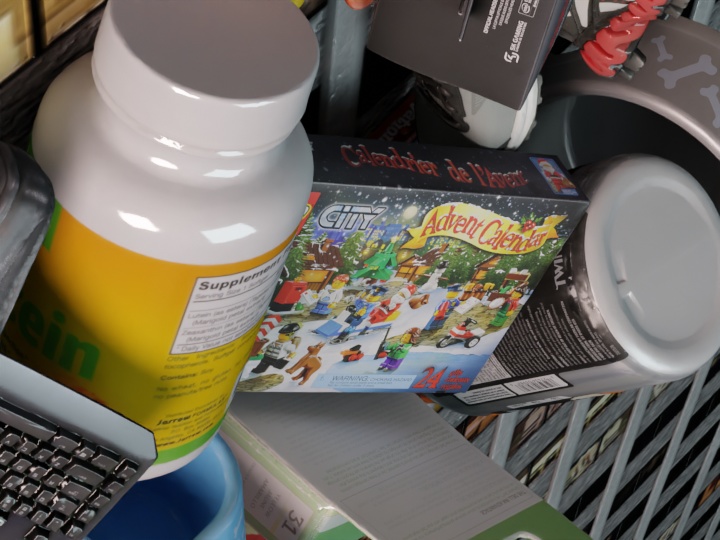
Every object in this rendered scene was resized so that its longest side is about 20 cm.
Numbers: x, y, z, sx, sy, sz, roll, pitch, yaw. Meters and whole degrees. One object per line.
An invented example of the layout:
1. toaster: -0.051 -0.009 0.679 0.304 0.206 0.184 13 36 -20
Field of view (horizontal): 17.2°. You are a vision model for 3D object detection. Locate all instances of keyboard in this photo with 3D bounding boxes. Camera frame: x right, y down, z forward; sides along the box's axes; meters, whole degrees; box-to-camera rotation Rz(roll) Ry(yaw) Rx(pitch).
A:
1. keyboard: -0.180 0.068 0.862 0.127 0.021 0.200 -43 131 19

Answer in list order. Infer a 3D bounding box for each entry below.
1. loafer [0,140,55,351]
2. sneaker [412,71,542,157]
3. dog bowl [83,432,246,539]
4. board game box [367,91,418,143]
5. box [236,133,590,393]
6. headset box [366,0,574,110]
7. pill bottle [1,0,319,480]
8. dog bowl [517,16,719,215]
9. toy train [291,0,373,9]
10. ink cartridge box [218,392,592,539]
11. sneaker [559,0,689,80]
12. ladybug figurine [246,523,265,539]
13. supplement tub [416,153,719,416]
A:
1. loafer: -0.166 0.034 0.900 0.070 0.068 0.201 15 123 -37
2. sneaker: 0.044 -0.115 1.146 0.079 0.074 0.200 -29 148 -26
3. dog bowl: -0.122 0.121 0.970 0.200 0.111 0.050 -42 157 -44
4. board game box: -0.006 -0.025 1.266 0.200 0.019 0.103 -45 162 -16
5. box: 0.000 0.000 1.165 0.200 0.038 0.137 2 132 -38
6. headset box: 0.074 -0.176 0.974 0.149 0.075 0.200 106 9 -51
7. pill bottle: -0.083 -0.020 0.943 0.111 0.111 0.200 -33 154 -44
8. dog bowl: 0.165 -0.047 1.329 0.059 0.200 0.200 -47 163 -36
9. toy train: -0.003 -0.171 0.929 0.150 0.056 0.200 -49 162 -4
10. ink cartridge box: 0.014 0.116 1.212 0.145 0.200 0.048 -17 143 -58
11. sneaker: 0.121 -0.162 1.153 0.071 0.098 0.200 -58 180 -18
12. ladybug figurine: -0.053 0.148 1.404 0.136 0.072 0.200 -41 160 -28
13. supplement tub: 0.096 0.013 1.302 0.122 0.123 0.200 -36 -166 -38
